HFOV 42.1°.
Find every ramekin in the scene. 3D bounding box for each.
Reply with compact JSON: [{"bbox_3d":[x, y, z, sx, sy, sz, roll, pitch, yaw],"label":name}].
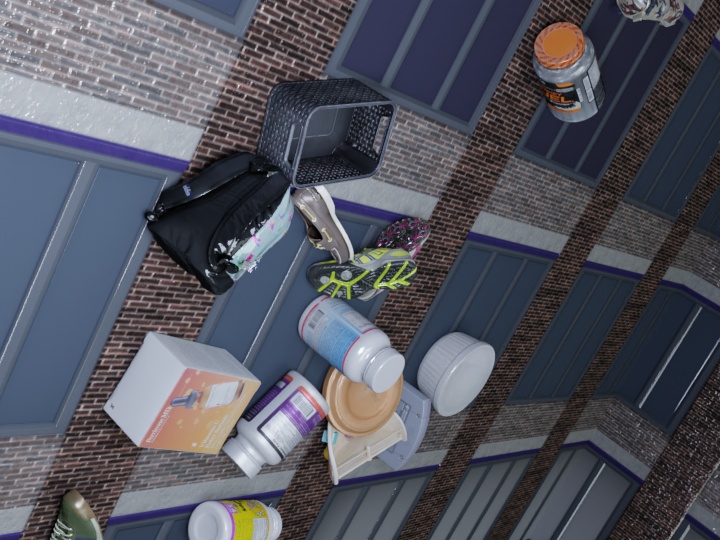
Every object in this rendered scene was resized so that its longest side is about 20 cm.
[{"bbox_3d":[0.221,0.238,2.228,0.202,0.094,0.203,-32,141,-29],"label":"ramekin"}]

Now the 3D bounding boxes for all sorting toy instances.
[{"bbox_3d":[-0.011,0.326,2.022,0.199,0.107,0.181,-26,129,-28],"label":"sorting toy"}]

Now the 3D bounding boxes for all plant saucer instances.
[{"bbox_3d":[0.010,0.252,1.957,0.199,0.032,0.202,-9,106,-33],"label":"plant saucer"}]

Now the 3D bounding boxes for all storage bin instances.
[{"bbox_3d":[-0.051,-0.217,1.466,0.199,0.094,0.136,-15,131,-45],"label":"storage bin"}]

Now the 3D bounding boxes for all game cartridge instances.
[{"bbox_3d":[0.084,0.345,2.116,0.040,0.133,0.201,-11,129,-48],"label":"game cartridge"}]

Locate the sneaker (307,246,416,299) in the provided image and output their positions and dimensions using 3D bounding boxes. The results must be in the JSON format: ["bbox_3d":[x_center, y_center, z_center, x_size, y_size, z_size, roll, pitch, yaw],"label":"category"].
[{"bbox_3d":[0.000,0.000,1.715,0.199,0.077,0.076,-3,124,-10],"label":"sneaker"}]

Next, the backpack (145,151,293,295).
[{"bbox_3d":[-0.191,-0.077,1.381,0.200,0.167,0.127,-45,166,-19],"label":"backpack"}]

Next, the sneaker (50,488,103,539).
[{"bbox_3d":[-0.481,0.452,1.554,0.090,0.067,0.201,-38,147,-33],"label":"sneaker"}]

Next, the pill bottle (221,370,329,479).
[{"bbox_3d":[-0.164,0.296,1.776,0.200,0.111,0.112,-43,146,-16],"label":"pill bottle"}]

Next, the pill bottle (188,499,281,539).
[{"bbox_3d":[-0.245,0.515,1.881,0.200,0.104,0.105,19,104,-57],"label":"pill bottle"}]

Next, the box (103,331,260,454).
[{"bbox_3d":[-0.289,0.205,1.538,0.153,0.106,0.200,-58,148,6],"label":"box"}]

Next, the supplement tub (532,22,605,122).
[{"bbox_3d":[0.414,-0.395,1.866,0.123,0.122,0.200,-51,147,-5],"label":"supplement tub"}]

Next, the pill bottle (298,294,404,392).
[{"bbox_3d":[-0.016,0.137,1.735,0.108,0.200,0.109,-32,141,-30],"label":"pill bottle"}]

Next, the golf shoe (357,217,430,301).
[{"bbox_3d":[0.057,-0.023,1.807,0.200,0.073,0.092,-41,150,-4],"label":"golf shoe"}]

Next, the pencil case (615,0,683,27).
[{"bbox_3d":[0.623,-0.571,2.007,0.199,0.077,0.090,-9,102,-48],"label":"pencil case"}]

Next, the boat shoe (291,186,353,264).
[{"bbox_3d":[-0.067,-0.075,1.600,0.059,0.072,0.200,-38,141,-12],"label":"boat shoe"}]
